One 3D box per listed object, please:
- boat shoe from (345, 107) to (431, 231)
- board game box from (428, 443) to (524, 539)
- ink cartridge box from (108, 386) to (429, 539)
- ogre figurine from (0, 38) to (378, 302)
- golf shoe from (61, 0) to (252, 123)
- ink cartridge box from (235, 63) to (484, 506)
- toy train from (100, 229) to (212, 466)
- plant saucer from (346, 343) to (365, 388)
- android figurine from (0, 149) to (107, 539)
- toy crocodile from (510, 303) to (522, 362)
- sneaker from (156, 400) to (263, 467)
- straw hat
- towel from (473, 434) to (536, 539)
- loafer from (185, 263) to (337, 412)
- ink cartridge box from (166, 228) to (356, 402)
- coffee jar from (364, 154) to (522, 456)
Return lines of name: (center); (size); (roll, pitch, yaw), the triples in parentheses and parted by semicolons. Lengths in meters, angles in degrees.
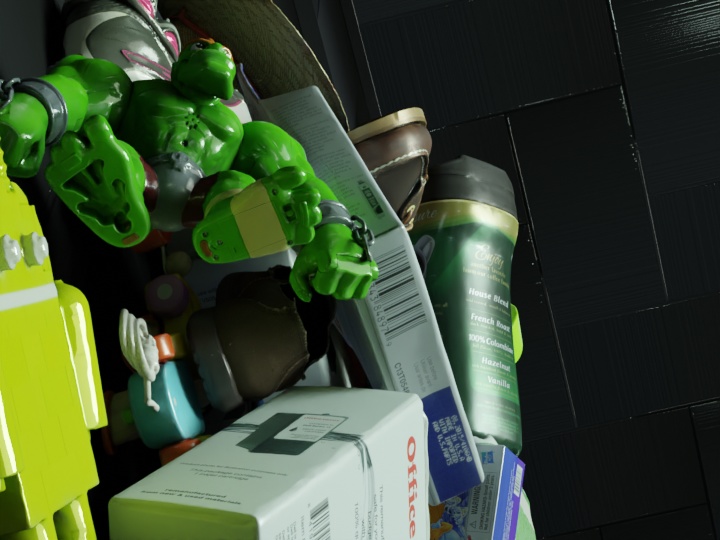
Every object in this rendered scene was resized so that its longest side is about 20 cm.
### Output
boat shoe: (0.009, -0.048, 1.245); (0.200, 0.070, 0.071); (130, -59, -80)
board game box: (0.014, 0.200, 1.179); (0.045, 0.133, 0.202); (43, 52, -61)
ink cartridge box: (-0.039, 0.154, 1.009); (0.200, 0.082, 0.148); (-27, 118, -63)
ogre figurine: (-0.091, -0.054, 0.995); (0.120, 0.198, 0.099); (-104, -161, -61)
golf shoe: (-0.109, -0.079, 1.198); (0.200, 0.077, 0.089); (44, 34, -34)
ink cartridge box: (0.000, 0.000, 1.151); (0.200, 0.040, 0.201); (-121, -171, -49)
toy train: (-0.123, 0.020, 1.082); (0.201, 0.055, 0.151); (-96, 166, -52)
plant saucer: (0.003, 0.041, 1.502); (0.200, 0.036, 0.201); (-120, -166, -48)
android figurine: (-0.148, 0.040, 0.856); (0.182, 0.041, 0.202); (-9, 88, -84)
toy crocodile: (0.055, 0.103, 1.423); (0.201, 0.061, 0.068); (-54, 146, -19)
sneaker: (-0.092, 0.111, 1.147); (0.083, 0.070, 0.201); (55, 18, -37)
straw hat: (-0.105, -0.117, 1.295); (0.201, 0.085, 0.201); (42, -18, 17)
towel: (0.100, 0.214, 1.250); (0.153, 0.023, 0.202); (62, 18, -65)
loafer: (-0.043, 0.036, 1.143); (0.200, 0.070, 0.074); (-62, 134, -79)
ink cartridge box: (-0.061, 0.042, 1.367); (0.147, 0.082, 0.202); (-91, 167, -64)
coffee jar: (0.053, 0.029, 1.335); (0.085, 0.104, 0.202); (17, 65, -41)
